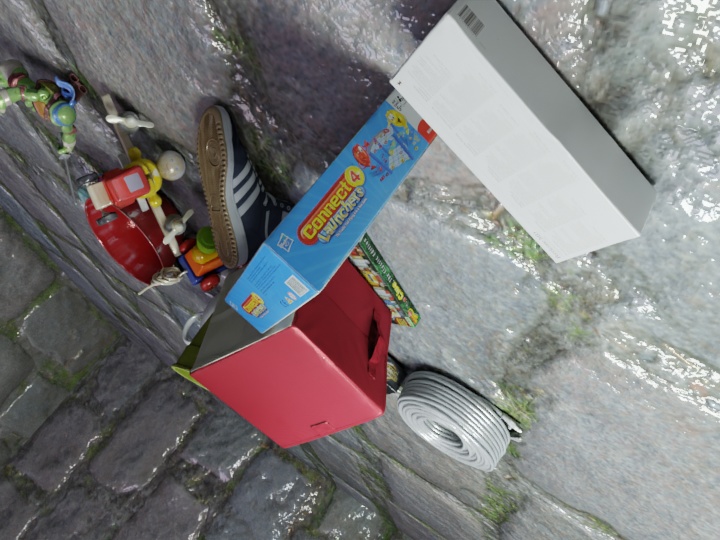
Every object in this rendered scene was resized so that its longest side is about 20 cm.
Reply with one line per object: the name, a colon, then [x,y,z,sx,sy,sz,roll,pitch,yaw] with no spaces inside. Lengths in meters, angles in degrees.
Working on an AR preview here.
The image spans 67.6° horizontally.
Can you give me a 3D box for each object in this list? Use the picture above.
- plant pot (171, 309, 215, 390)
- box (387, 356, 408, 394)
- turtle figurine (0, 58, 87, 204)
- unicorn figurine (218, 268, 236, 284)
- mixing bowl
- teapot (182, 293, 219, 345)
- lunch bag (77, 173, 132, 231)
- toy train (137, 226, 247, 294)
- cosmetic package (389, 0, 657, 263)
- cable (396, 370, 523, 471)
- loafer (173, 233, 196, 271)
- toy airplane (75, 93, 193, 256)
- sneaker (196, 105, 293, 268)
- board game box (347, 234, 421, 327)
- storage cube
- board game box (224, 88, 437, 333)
plant pot: [-0.169,0.112,0.873,0.195,0.197,0.202,21,158,9]
box: [-0.029,0.156,1.004,0.199,0.050,0.198,41,153,-3]
turtle figurine: [-0.546,-0.248,0.886,0.193,0.142,0.204,41,117,35]
unicorn figurine: [-0.239,-0.001,0.994,0.198,0.074,0.138,35,154,8]
mixing bowl: [-0.414,-0.082,1.033,0.196,0.109,0.204,23,140,21]
teapot: [-0.309,0.159,1.261,0.197,0.147,0.199,43,155,-11]
lunch bag: [-0.518,-0.108,1.180,0.157,0.078,0.202,26,151,24]
toy train: [-0.245,-0.025,0.829,0.086,0.198,0.116,55,146,7]
cosmetic package: [0.119,-0.100,0.397,0.200,0.051,0.082,44,152,-11]
cable: [0.151,0.253,0.900,0.198,0.070,0.201,36,154,5]
loafer: [-0.379,-0.026,1.148,0.072,0.063,0.199,43,154,-13]
toy airplane: [-0.340,-0.146,0.852,0.201,0.138,0.203,70,178,-61]
sneaker: [-0.149,-0.115,0.717,0.069,0.107,0.206,14,116,43]
board game box: [0.000,0.000,0.747,0.103,0.024,0.202,9,141,50]
storage cube: [-0.081,0.090,0.693,0.196,0.174,0.180,-24,126,27]
board game box: [-0.034,-0.048,0.512,0.056,0.197,0.199,40,154,-8]
